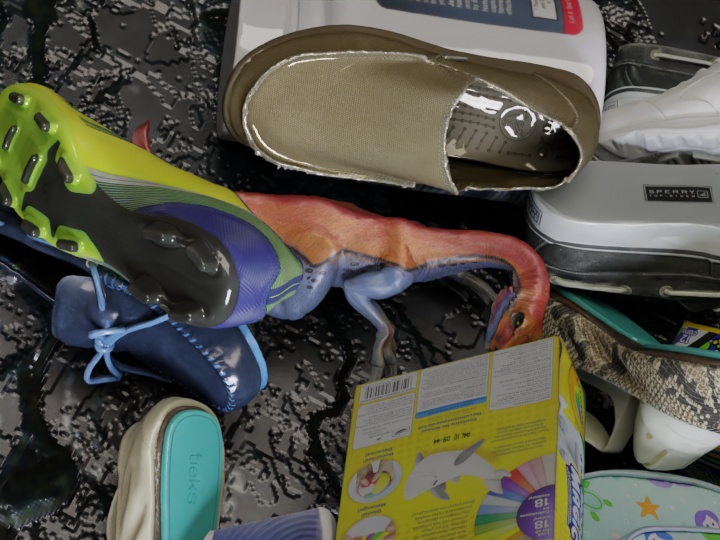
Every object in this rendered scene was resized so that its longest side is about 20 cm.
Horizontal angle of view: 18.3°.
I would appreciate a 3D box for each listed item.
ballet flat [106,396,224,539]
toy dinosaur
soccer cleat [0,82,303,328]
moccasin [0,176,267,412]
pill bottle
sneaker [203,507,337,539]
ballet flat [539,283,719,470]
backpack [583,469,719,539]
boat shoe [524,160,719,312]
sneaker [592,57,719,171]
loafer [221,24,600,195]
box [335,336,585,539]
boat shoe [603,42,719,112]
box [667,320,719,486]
[{"bbox_3d":[-0.103,0.164,1.113,0.069,0.069,0.201,7,74,-9],"label":"ballet flat"},{"bbox_3d":[0.000,0.000,1.158,0.181,0.200,0.105,-13,48,30],"label":"toy dinosaur"},{"bbox_3d":[-0.112,-0.033,1.127,0.200,0.065,0.083,36,28,32],"label":"soccer cleat"},{"bbox_3d":[-0.136,0.018,1.162,0.200,0.081,0.068,34,53,27],"label":"moccasin"},{"bbox_3d":[0.025,-0.105,1.230,0.199,0.120,0.120,7,65,-9],"label":"pill bottle"},{"bbox_3d":[-0.036,0.226,1.077,0.080,0.115,0.200,-9,57,10],"label":"sneaker"},{"bbox_3d":[0.147,0.062,1.160,0.068,0.200,0.076,20,92,-33],"label":"ballet flat"},{"bbox_3d":[0.144,0.198,1.109,0.176,0.151,0.201,8,56,-20],"label":"backpack"},{"bbox_3d":[0.186,-0.015,1.194,0.199,0.064,0.071,7,42,4],"label":"boat shoe"},{"bbox_3d":[0.219,-0.094,1.233,0.199,0.078,0.100,-9,53,14],"label":"sneaker"},{"bbox_3d":[0.030,-0.080,1.138,0.199,0.067,0.077,1,109,-7],"label":"loafer"},{"bbox_3d":[0.048,0.123,1.069,0.117,0.049,0.201,-15,34,18],"label":"box"},{"bbox_3d":[0.239,-0.094,1.296,0.199,0.072,0.071,11,69,-5],"label":"boat shoe"},{"bbox_3d":[0.239,0.088,1.148,0.064,0.199,0.070,47,68,-38],"label":"box"}]
